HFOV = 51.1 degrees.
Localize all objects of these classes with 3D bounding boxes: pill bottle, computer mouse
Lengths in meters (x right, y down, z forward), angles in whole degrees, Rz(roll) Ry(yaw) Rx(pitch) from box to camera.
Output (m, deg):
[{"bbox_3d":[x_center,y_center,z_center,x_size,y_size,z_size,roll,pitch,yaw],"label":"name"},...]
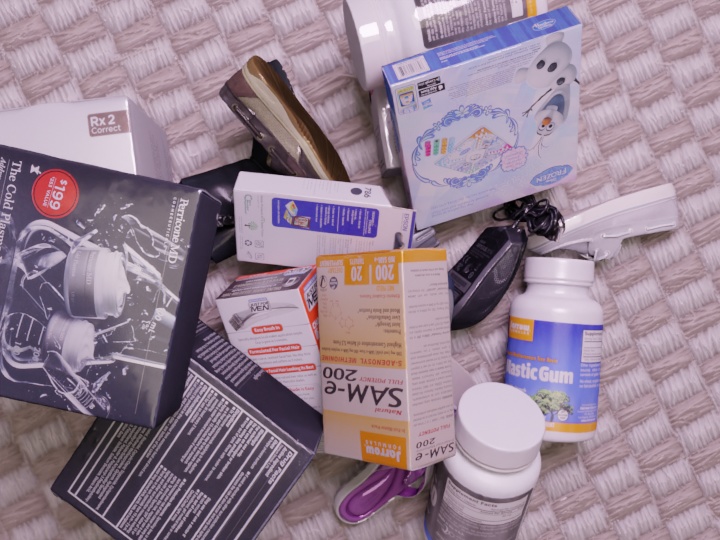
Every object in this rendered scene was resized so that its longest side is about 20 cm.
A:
[{"bbox_3d":[0.137,0.232,0.838,0.111,0.115,0.204,5,124,-3],"label":"pill bottle"},{"bbox_3d":[0.086,-0.262,0.788,0.195,0.116,0.119,-16,91,-4],"label":"pill bottle"},{"bbox_3d":[0.227,0.089,0.886,0.109,0.112,0.206,3,90,-3],"label":"pill bottle"},{"bbox_3d":[0.157,0.001,0.888,0.052,0.139,0.201,39,97,-20],"label":"computer mouse"}]

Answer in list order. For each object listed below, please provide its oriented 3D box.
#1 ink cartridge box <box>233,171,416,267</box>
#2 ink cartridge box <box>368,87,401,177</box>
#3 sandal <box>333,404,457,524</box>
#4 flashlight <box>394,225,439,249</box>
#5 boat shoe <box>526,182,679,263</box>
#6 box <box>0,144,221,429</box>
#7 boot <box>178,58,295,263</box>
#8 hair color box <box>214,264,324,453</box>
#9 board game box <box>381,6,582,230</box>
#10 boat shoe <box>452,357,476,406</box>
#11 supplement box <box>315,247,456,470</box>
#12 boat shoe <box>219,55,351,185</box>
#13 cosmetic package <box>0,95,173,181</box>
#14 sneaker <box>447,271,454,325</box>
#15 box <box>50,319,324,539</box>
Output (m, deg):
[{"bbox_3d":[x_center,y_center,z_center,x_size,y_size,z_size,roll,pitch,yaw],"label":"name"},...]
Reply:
[{"bbox_3d":[-0.039,-0.048,0.821,0.194,0.040,0.101,8,131,1],"label":"ink cartridge box"},{"bbox_3d":[0.080,-0.226,0.889,0.141,0.084,0.206,-9,91,-4],"label":"ink cartridge box"},{"bbox_3d":[0.052,0.239,0.885,0.082,0.050,0.203,33,108,-31],"label":"sandal"},{"bbox_3d":[0.000,0.000,0.892,0.197,0.068,0.068,-31,57,2],"label":"flashlight"},{"bbox_3d":[0.297,-0.047,0.916,0.196,0.072,0.070,-19,91,-12],"label":"boat shoe"},{"bbox_3d":[-0.234,0.013,0.660,0.177,0.104,0.206,11,89,-2],"label":"box"},{"bbox_3d":[-0.138,-0.126,0.881,0.164,0.076,0.205,-18,97,-7],"label":"boot"},{"bbox_3d":[-0.074,0.104,0.846,0.108,0.064,0.204,-7,113,24],"label":"hair color box"},{"bbox_3d":[0.134,-0.153,0.800,0.195,0.201,0.044,-17,47,-1],"label":"board game box"},{"bbox_3d":[0.064,0.110,0.904,0.075,0.092,0.201,-44,121,-6],"label":"boat shoe"},{"bbox_3d":[0.023,0.083,0.751,0.072,0.124,0.206,-3,90,-45],"label":"supplement box"},{"bbox_3d":[-0.076,-0.136,0.823,0.064,0.074,0.201,-27,116,18],"label":"boat shoe"},{"bbox_3d":[-0.294,-0.076,0.811,0.160,0.200,0.170,-8,91,-3],"label":"cosmetic package"},{"bbox_3d":[0.073,0.099,0.802,0.069,0.082,0.205,4,105,-27],"label":"sneaker"},{"bbox_3d":[-0.170,0.190,0.781,0.197,0.123,0.202,37,97,1],"label":"box"}]
